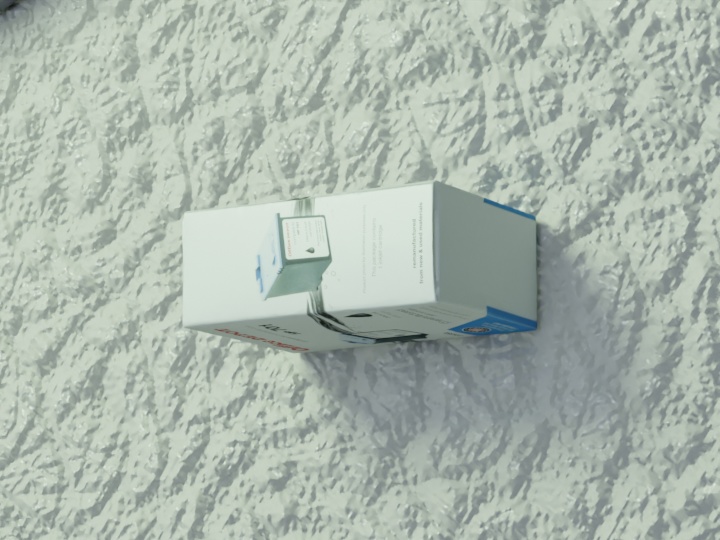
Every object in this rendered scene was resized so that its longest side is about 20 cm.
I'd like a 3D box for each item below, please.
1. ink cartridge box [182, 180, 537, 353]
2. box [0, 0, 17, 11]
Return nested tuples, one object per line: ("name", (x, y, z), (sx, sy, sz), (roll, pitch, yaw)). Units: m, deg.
("ink cartridge box", (0.000, 0.000, 1.684), (0.199, 0.146, 0.086), (-8, 77, 31))
("box", (-0.306, -0.278, 1.941), (0.200, 0.132, 0.115), (-29, 64, 24))
